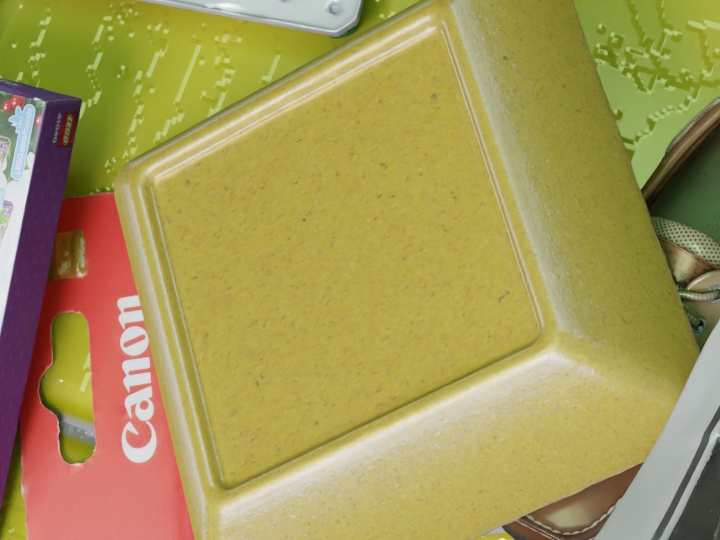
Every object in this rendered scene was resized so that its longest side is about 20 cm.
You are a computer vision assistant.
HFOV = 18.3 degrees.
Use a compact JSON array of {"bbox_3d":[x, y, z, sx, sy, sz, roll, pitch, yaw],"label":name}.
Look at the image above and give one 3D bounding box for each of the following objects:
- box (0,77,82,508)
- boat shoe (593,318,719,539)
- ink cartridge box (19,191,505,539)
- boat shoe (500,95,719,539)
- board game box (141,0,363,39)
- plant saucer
[{"bbox_3d":[-0.193,0.015,0.857,0.136,0.039,0.201,15,99,14],"label":"box"},{"bbox_3d":[0.123,0.073,0.685,0.063,0.071,0.200,17,53,27],"label":"boat shoe"},{"bbox_3d":[-0.042,0.030,0.852,0.199,0.050,0.162,-8,75,7],"label":"ink cartridge box"},{"bbox_3d":[0.107,0.009,0.789,0.075,0.074,0.200,24,65,18],"label":"boat shoe"},{"bbox_3d":[-0.072,-0.204,0.926,0.199,0.026,0.201,12,79,13],"label":"board game box"},{"bbox_3d":[0.000,0.000,0.784,0.199,0.048,0.201,-27,60,19],"label":"plant saucer"}]
